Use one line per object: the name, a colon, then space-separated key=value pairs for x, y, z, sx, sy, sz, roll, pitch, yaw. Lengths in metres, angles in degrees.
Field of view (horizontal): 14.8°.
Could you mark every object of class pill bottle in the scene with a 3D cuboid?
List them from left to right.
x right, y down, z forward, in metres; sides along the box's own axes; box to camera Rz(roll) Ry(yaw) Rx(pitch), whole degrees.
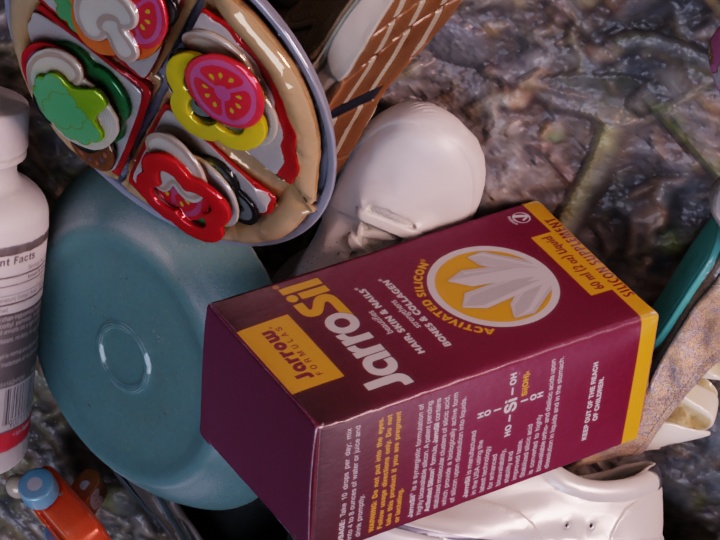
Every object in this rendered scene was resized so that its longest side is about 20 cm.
pill bottle: x=-0.224 y=0.003 z=1.476 sx=0.110 sy=0.111 sz=0.201 roll=11 pitch=108 yaw=11

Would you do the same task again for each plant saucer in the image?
plant saucer: x=-0.116 y=0.041 z=1.488 sx=0.200 sy=0.036 sz=0.200 roll=22 pitch=124 yaw=37

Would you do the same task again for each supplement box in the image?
supplement box: x=0.033 y=0.051 z=1.374 sx=0.110 sy=0.200 sz=0.086 roll=46 pitch=143 yaw=41

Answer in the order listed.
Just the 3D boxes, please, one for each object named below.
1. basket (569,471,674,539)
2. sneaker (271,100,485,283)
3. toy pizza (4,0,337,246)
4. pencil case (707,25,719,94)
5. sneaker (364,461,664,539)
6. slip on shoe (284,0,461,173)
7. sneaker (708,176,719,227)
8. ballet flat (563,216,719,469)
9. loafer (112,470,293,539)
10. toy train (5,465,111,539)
basket: x=0.086 y=0.170 z=1.529 sx=0.200 sy=0.136 sz=0.180 roll=26 pitch=135 yaw=-8
sneaker: x=0.000 y=0.000 z=1.435 sx=0.075 sy=0.089 sz=0.200 roll=29 pitch=134 yaw=-4
toy pizza: x=-0.099 y=-0.087 z=1.354 sx=0.200 sy=0.032 sz=0.200 roll=26 pitch=142 yaw=22
pencil case: x=0.228 y=-0.141 z=1.229 sx=0.083 sy=0.087 sz=0.200 roll=2 pitch=140 yaw=-24
sneaker: x=0.064 y=0.120 z=1.419 sx=0.200 sy=0.071 sz=0.073 roll=6 pitch=176 yaw=-23
slip on shoe: x=-0.009 y=-0.114 z=1.357 sx=0.061 sy=0.076 sz=0.200 roll=49 pitch=135 yaw=16
sneaker: x=0.268 y=-0.019 z=1.341 sx=0.200 sy=0.070 sz=0.080 roll=19 pitch=119 yaw=0
ballet flat: x=0.166 y=0.051 z=1.436 sx=0.067 sy=0.068 sz=0.200 roll=24 pitch=136 yaw=-13
loafer: x=-0.070 y=0.154 z=1.599 sx=0.200 sy=0.072 sz=0.063 roll=45 pitch=170 yaw=-18
toy train: x=-0.133 y=0.191 z=1.664 sx=0.150 sy=0.056 sz=0.200 roll=42 pitch=163 yaw=36
